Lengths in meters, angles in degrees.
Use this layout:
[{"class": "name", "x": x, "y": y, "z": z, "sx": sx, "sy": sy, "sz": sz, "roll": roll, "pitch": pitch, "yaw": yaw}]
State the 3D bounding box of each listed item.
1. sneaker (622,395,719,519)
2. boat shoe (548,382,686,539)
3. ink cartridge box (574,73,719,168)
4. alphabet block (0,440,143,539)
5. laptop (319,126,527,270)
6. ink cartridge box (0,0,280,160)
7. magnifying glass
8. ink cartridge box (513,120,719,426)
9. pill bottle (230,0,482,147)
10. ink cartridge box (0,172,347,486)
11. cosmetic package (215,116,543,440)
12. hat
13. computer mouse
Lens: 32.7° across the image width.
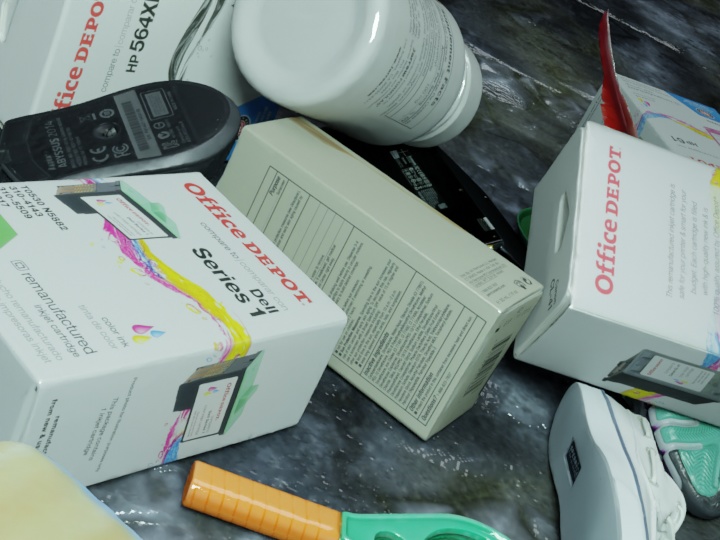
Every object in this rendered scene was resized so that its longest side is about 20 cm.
[{"class": "sneaker", "x": 0.209, "y": 0.082, "z": 0.848, "sx": 0.074, "sy": 0.088, "sz": 0.200, "roll": 3, "pitch": 59, "yaw": -19}, {"class": "boat shoe", "x": 0.153, "y": 0.132, "z": 0.702, "sx": 0.065, "sy": 0.074, "sz": 0.200, "roll": 19, "pitch": 30, "yaw": -6}, {"class": "ink cartridge box", "x": 0.322, "y": -0.101, "z": 1.226, "sx": 0.144, "sy": 0.085, "sz": 0.200, "roll": 14, "pitch": 32, "yaw": -23}, {"class": "alphabet block", "x": -0.106, "y": 0.189, "z": 0.260, "sx": 0.196, "sy": 0.196, "sz": 0.200, "roll": 35, "pitch": 30, "yaw": 19}, {"class": "laptop", "x": 0.045, "y": -0.028, "z": 0.946, "sx": 0.200, "sy": 0.116, "sz": 0.187, "roll": -16, "pitch": 42, "yaw": -13}, {"class": "ink cartridge box", "x": -0.147, "y": -0.158, "z": 0.857, "sx": 0.200, "sy": 0.146, "sz": 0.084, "roll": -3, "pitch": 40, "yaw": -42}, {"class": "magnifying glass", "x": 0.007, "y": 0.139, "z": 0.620, "sx": 0.200, "sy": 0.022, "sz": 0.080, "roll": 20, "pitch": 29, "yaw": -11}, {"class": "ink cartridge box", "x": 0.210, "y": 0.010, "z": 0.786, "sx": 0.200, "sy": 0.086, "sz": 0.148, "roll": 18, "pitch": 56, "yaw": -9}, {"class": "pill bottle", "x": 0.008, "y": -0.148, "z": 0.847, "sx": 0.114, "sy": 0.114, "sz": 0.200, "roll": 41, "pitch": 12, "yaw": 25}, {"class": "ink cartridge box", "x": -0.128, "y": 0.024, "z": 0.631, "sx": 0.200, "sy": 0.084, "sz": 0.145, "roll": -9, "pitch": 44, "yaw": -49}, {"class": "cosmetic package", "x": 0.000, "y": 0.000, "z": 0.763, "sx": 0.200, "sy": 0.105, "sz": 0.071, "roll": 38, "pitch": 27, "yaw": 17}, {"class": "hat", "x": 0.233, "y": -0.073, "z": 0.984, "sx": 0.200, "sy": 0.176, "sz": 0.166, "roll": 31, "pitch": 22, "yaw": 1}, {"class": "computer mouse", "x": -0.170, "y": -0.064, "z": 0.747, "sx": 0.200, "sy": 0.053, "sz": 0.139, "roll": -12, "pitch": 44, "yaw": -10}]
